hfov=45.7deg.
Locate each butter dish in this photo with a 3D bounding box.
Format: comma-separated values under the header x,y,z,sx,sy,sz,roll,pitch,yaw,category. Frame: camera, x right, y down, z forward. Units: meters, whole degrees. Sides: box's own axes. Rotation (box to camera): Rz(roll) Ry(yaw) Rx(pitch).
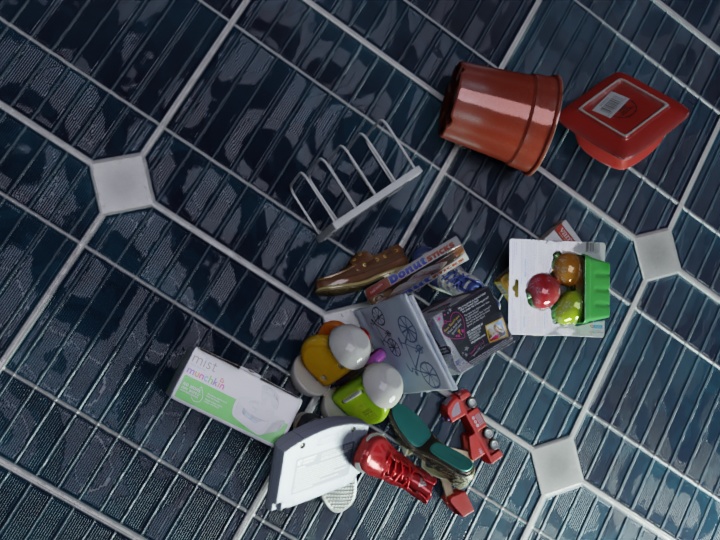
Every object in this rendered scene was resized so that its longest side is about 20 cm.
x,y,z,sx,sy,sz,roll,pitch,yaw,category
0.533,-0.281,1.755,0.199,0.148,0.199,-36,54,-16,butter dish

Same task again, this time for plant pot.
x,y,z,sx,sy,sz,roll,pitch,yaw,category
0.262,-0.306,1.655,0.193,0.201,0.203,15,79,-6,plant pot

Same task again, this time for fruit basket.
x,y,z,sx,sy,sz,roll,pitch,yaw,category
0.381,0.035,1.664,0.198,0.094,0.187,1,85,-4,fruit basket

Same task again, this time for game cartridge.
x,y,z,sx,sy,sz,roll,pitch,yaw,category
-0.070,0.314,1.426,0.199,0.041,0.135,-6,109,-46,game cartridge

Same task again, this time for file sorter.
x,y,z,sx,sy,sz,roll,pitch,yaw,category
-0.016,-0.165,1.574,0.199,0.139,0.125,-35,91,-18,file sorter

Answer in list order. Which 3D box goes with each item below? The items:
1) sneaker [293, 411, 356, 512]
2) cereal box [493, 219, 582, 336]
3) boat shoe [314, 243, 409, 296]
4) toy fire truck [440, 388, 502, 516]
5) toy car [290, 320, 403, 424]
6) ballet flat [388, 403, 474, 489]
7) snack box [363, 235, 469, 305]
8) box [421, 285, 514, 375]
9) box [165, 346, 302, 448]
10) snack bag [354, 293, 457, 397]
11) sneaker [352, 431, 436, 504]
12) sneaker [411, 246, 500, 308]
x,y,z,sx,sy,sz,roll,pitch,yaw,category
-0.065,0.337,1.534,0.078,0.079,0.202,-25,116,-21,sneaker
0.381,0.014,1.720,0.200,0.039,0.144,-41,97,-17,cereal box
0.001,0.000,1.596,0.198,0.072,0.068,-15,82,-24,boat shoe
0.189,0.343,1.618,0.140,0.049,0.201,-29,91,-16,toy fire truck
-0.013,0.177,1.537,0.200,0.175,0.150,49,37,-5,toy car
0.121,0.333,1.576,0.199,0.076,0.068,36,40,24,ballet flat
0.104,0.008,1.584,0.199,0.072,0.024,-31,62,6,snack box
0.160,0.116,1.554,0.131,0.200,0.116,-27,90,-22,box
-0.217,0.211,1.445,0.199,0.176,0.097,29,78,-12,box
0.078,0.138,1.535,0.021,0.200,0.190,-29,93,-29,snack bag
0.072,0.346,1.495,0.115,0.200,0.079,20,82,31,sneaker
0.189,0.019,1.638,0.199,0.088,0.076,37,77,-8,sneaker
